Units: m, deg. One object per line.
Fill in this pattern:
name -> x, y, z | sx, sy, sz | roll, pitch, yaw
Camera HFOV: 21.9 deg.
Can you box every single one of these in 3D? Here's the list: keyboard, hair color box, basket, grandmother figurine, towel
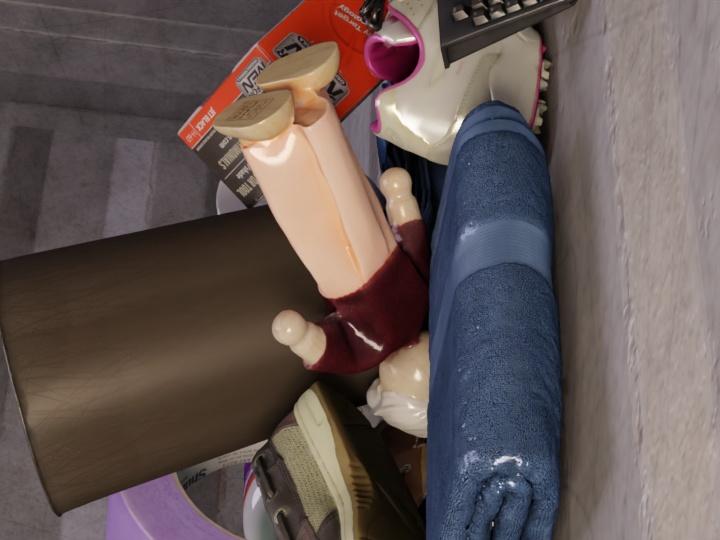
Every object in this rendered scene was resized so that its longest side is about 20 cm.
keyboard -> 0.047, -0.169, 0.929 | 0.021, 0.126, 0.201 | 52, -156, -34
hair color box -> -0.005, -0.130, 1.029 | 0.200, 0.061, 0.101 | -49, 6, -40
basket -> -0.081, 0.035, 0.985 | 0.180, 0.198, 0.137 | -143, 38, -80
grandmother figurine -> 0.000, 0.000, 0.890 | 0.060, 0.121, 0.201 | 6, 132, 50
towel -> 0.059, 0.032, 0.801 | 0.112, 0.048, 0.201 | 99, 175, -50
towel -> 0.038, -0.028, 1.059 | 0.200, 0.048, 0.113 | -96, -4, -62

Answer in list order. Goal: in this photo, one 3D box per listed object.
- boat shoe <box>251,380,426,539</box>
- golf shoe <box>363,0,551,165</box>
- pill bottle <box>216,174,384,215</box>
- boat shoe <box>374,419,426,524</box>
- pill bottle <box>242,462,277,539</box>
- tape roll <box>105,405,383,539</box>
boat shoe -> -0.005, 0.132, 0.834 | 0.066, 0.072, 0.201 | -43, 34, 14
golf shoe -> 0.049, -0.138, 0.957 | 0.076, 0.091, 0.201 | 101, 174, -53
pill bottle -> -0.025, -0.001, 1.170 | 0.200, 0.110, 0.112 | 64, -154, -60
boat shoe -> 0.034, 0.133, 0.937 | 0.076, 0.073, 0.200 | 57, -151, -20
pill bottle -> -0.029, 0.138, 1.342 | 0.200, 0.111, 0.113 | -98, 15, -68
tape roll -> -0.047, 0.134, 1.078 | 0.201, 0.198, 0.085 | -90, 9, -46
